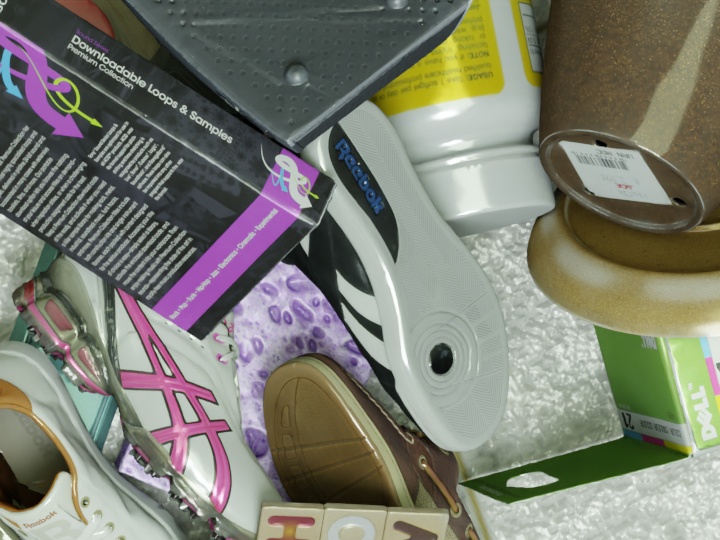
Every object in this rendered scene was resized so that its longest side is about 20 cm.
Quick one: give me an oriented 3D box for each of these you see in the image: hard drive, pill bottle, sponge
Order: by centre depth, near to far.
[{"bbox_3d":[-0.053,-0.154,1.441,0.135,0.042,0.200,-38,66,-16],"label":"hard drive"},{"bbox_3d":[0.039,-0.121,1.546,0.113,0.114,0.201,-10,84,-9],"label":"pill bottle"},{"bbox_3d":[-0.046,0.037,1.586,0.111,0.030,0.201,23,87,-8],"label":"sponge"}]

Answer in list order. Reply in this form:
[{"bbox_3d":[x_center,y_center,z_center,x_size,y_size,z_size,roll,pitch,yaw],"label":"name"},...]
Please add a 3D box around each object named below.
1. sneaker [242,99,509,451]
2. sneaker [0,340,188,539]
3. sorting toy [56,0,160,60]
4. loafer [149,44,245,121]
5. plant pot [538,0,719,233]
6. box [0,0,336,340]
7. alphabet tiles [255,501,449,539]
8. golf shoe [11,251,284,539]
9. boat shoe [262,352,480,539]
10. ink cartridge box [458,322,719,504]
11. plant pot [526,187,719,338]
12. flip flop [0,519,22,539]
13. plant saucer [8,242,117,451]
[{"bbox_3d":[0.000,0.000,1.500,0.073,0.112,0.201,-35,110,-31],"label":"sneaker"},{"bbox_3d":[-0.153,0.138,1.528,0.073,0.085,0.200,-32,104,17],"label":"sneaker"},{"bbox_3d":[-0.229,-0.128,1.528,0.198,0.070,0.201,-35,90,-7],"label":"sorting toy"},{"bbox_3d":[-0.065,-0.107,1.519,0.200,0.070,0.075,-43,74,17],"label":"loafer"},{"bbox_3d":[0.172,-0.128,1.515,0.186,0.187,0.201,30,67,-8],"label":"plant pot"},{"bbox_3d":[-0.128,-0.056,1.440,0.199,0.143,0.036,32,55,-12],"label":"box"},{"bbox_3d":[-0.015,0.205,1.545,0.166,0.008,0.201,3,124,-9],"label":"alphabet tiles"},{"bbox_3d":[-0.092,0.064,1.525,0.092,0.073,0.200,-39,91,-5],"label":"golf shoe"},{"bbox_3d":[0.019,0.120,1.570,0.200,0.072,0.072,55,40,-16],"label":"boat shoe"},{"bbox_3d":[0.151,0.061,1.557,0.199,0.148,0.076,-15,93,-9],"label":"ink cartridge box"},{"bbox_3d":[0.186,-0.030,1.543,0.199,0.200,0.028,-17,121,-9],"label":"plant pot"},{"bbox_3d":[-0.251,0.124,1.538,0.200,0.058,0.081,44,84,-7],"label":"flip flop"},{"bbox_3d":[-0.144,0.009,1.576,0.070,0.019,0.201,21,86,-9],"label":"plant saucer"}]
